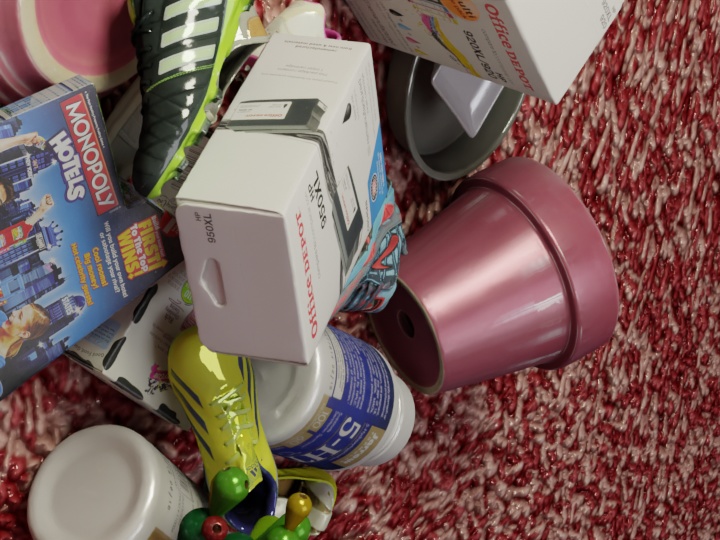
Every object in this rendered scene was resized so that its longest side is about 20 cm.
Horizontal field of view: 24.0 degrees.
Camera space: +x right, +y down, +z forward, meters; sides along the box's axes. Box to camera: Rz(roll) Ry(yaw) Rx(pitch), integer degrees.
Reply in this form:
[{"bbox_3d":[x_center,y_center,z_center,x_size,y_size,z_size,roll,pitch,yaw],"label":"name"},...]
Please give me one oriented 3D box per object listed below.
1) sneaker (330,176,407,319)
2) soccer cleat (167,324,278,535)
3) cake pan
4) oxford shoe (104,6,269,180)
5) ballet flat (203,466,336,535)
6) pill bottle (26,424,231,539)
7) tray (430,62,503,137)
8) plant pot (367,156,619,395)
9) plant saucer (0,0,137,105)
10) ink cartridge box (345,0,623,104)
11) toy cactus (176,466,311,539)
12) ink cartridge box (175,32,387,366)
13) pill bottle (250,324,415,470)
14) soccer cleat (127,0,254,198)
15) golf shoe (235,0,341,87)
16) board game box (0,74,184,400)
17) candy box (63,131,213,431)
[{"bbox_3d":[0.000,0.000,1.417,0.096,0.079,0.200,65,30,-22],"label":"sneaker"},{"bbox_3d":[-0.098,0.124,1.297,0.064,0.084,0.201,-21,132,-11],"label":"soccer cleat"},{"bbox_3d":[0.091,-0.182,1.538,0.200,0.037,0.202,-32,134,-41],"label":"cake pan"},{"bbox_3d":[-0.135,-0.112,1.198,0.200,0.058,0.075,-50,178,12],"label":"oxford shoe"},{"bbox_3d":[-0.065,0.212,1.536,0.200,0.067,0.067,23,91,-57],"label":"ballet flat"},{"bbox_3d":[-0.169,0.213,1.346,0.115,0.114,0.200,-57,146,-14],"label":"pill bottle"},{"bbox_3d":[0.123,-0.226,1.502,0.201,0.022,0.107,-59,146,-10],"label":"tray"},{"bbox_3d":[0.110,0.020,1.571,0.178,0.200,0.201,-27,132,-23],"label":"plant pot"},{"bbox_3d":[-0.185,-0.197,1.128,0.200,0.051,0.202,-31,133,-41],"label":"plant saucer"},{"bbox_3d":[0.094,-0.252,1.350,0.145,0.199,0.147,-57,145,-14],"label":"ink cartridge box"},{"bbox_3d":[-0.109,0.230,1.258,0.164,0.103,0.201,-20,148,-12],"label":"toy cactus"},{"bbox_3d":[-0.051,-0.053,1.217,0.201,0.084,0.145,-66,156,-44],"label":"ink cartridge box"},{"bbox_3d":[-0.036,0.109,1.464,0.200,0.119,0.120,28,87,-56],"label":"pill bottle"},{"bbox_3d":[-0.124,-0.146,1.120,0.068,0.081,0.201,144,-34,-74],"label":"soccer cleat"},{"bbox_3d":[-0.026,-0.138,1.371,0.092,0.075,0.200,-59,148,-16],"label":"golf shoe"},{"bbox_3d":[-0.212,-0.030,1.139,0.199,0.062,0.201,-27,129,-24],"label":"board game box"},{"bbox_3d":[-0.135,0.008,1.315,0.201,0.061,0.136,-60,147,-11],"label":"candy box"}]
